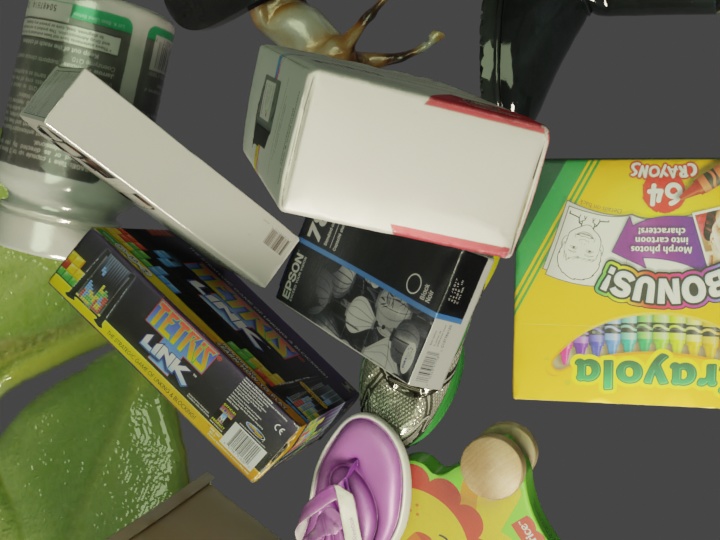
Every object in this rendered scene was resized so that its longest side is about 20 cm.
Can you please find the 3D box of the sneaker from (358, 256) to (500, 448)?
[{"bbox_3d":[0.044,0.039,0.778,0.078,0.085,0.200,19,96,12],"label":"sneaker"}]

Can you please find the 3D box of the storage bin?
[{"bbox_3d":[-0.162,0.277,0.774,0.094,0.200,0.199,34,98,8],"label":"storage bin"}]

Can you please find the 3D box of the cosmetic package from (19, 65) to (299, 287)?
[{"bbox_3d":[-0.144,-0.066,0.761,0.200,0.083,0.051,39,83,-29],"label":"cosmetic package"}]

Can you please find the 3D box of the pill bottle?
[{"bbox_3d":[-0.220,-0.111,0.821,0.113,0.113,0.200,14,94,12],"label":"pill bottle"}]

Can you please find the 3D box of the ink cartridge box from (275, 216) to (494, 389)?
[{"bbox_3d":[0.000,0.000,0.757,0.200,0.039,0.100,28,100,47],"label":"ink cartridge box"}]

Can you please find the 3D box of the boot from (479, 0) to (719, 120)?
[{"bbox_3d":[0.173,-0.189,0.746,0.168,0.076,0.200,4,86,17],"label":"boot"}]

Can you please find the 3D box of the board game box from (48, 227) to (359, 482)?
[{"bbox_3d":[-0.106,0.052,0.771,0.200,0.165,0.057,43,101,9],"label":"board game box"}]

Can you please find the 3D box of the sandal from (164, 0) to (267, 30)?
[{"bbox_3d":[-0.062,-0.235,0.761,0.200,0.043,0.076,-30,89,21],"label":"sandal"}]

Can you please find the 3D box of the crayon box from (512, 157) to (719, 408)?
[{"bbox_3d":[0.212,0.008,0.751,0.200,0.058,0.173,1,92,13],"label":"crayon box"}]

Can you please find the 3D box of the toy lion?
[{"bbox_3d":[0.075,0.220,0.792,0.192,0.069,0.200,-37,82,19],"label":"toy lion"}]

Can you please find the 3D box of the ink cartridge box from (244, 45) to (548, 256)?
[{"bbox_3d":[0.011,-0.084,0.676,0.147,0.200,0.086,10,102,-15],"label":"ink cartridge box"}]

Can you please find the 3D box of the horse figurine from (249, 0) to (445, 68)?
[{"bbox_3d":[-0.033,-0.199,0.808,0.132,0.050,0.200,-38,84,6],"label":"horse figurine"}]

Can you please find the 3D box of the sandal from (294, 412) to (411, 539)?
[{"bbox_3d":[-0.020,0.203,0.779,0.082,0.050,0.203,27,108,23],"label":"sandal"}]
